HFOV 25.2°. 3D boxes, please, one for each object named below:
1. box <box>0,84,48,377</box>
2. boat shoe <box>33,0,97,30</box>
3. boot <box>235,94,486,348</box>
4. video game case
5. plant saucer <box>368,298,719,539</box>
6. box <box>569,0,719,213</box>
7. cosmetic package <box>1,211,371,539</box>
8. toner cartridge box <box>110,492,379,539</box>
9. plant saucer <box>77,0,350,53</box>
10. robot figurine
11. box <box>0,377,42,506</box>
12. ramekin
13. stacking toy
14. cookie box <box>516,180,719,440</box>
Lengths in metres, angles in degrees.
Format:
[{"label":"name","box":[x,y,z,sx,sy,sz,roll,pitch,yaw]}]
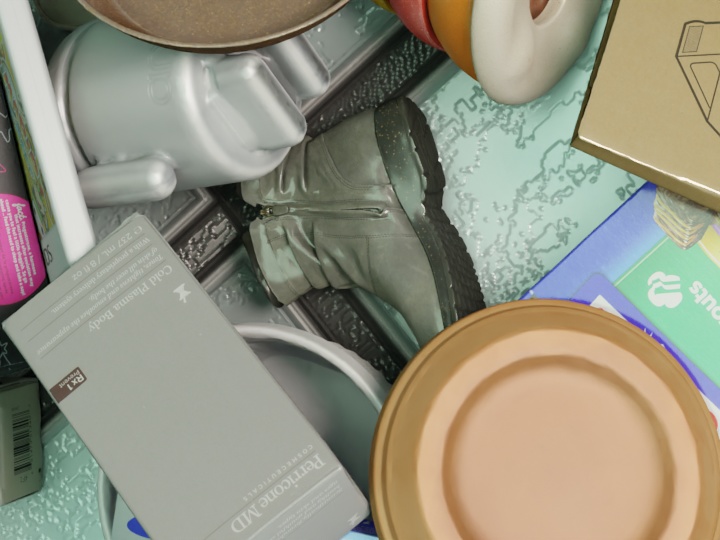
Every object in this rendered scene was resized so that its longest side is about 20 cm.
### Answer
[{"label":"box","box":[-0.280,-0.031,0.985,0.131,0.114,0.202,-18,105,-27]},{"label":"boat shoe","box":[-0.125,-0.225,1.035,0.199,0.057,0.067,-33,118,17]},{"label":"boot","box":[0.000,0.000,1.004,0.129,0.068,0.202,-19,79,19]},{"label":"video game case","box":[-0.212,-0.088,1.000,0.023,0.182,0.202,-15,87,-20]},{"label":"plant saucer","box":[0.104,0.111,0.868,0.198,0.037,0.203,1,75,-6]},{"label":"box","box":[0.226,-0.097,0.887,0.198,0.021,0.165,23,62,-5]},{"label":"cosmetic package","box":[-0.096,0.081,0.882,0.107,0.090,0.200,-39,61,-7]},{"label":"toner cartridge box","box":[-0.047,0.183,0.917,0.198,0.043,0.096,9,92,14]},{"label":"plant saucer","box":[-0.076,-0.191,0.925,0.198,0.037,0.202,-2,55,3]},{"label":"robot figurine","box":[-0.116,-0.106,0.984,0.198,0.170,0.113,-7,132,36]},{"label":"box","box":[-0.317,0.113,1.080,0.198,0.068,0.083,-2,92,14]},{"label":"ramekin","box":[-0.052,0.131,0.993,0.198,0.105,0.203,0,92,15]},{"label":"stacking toy","box":[0.039,-0.194,0.963,0.199,0.146,0.148,23,97,28]},{"label":"cookie box","box":[0.206,0.027,0.938,0.200,0.075,0.171,-43,81,12]}]
